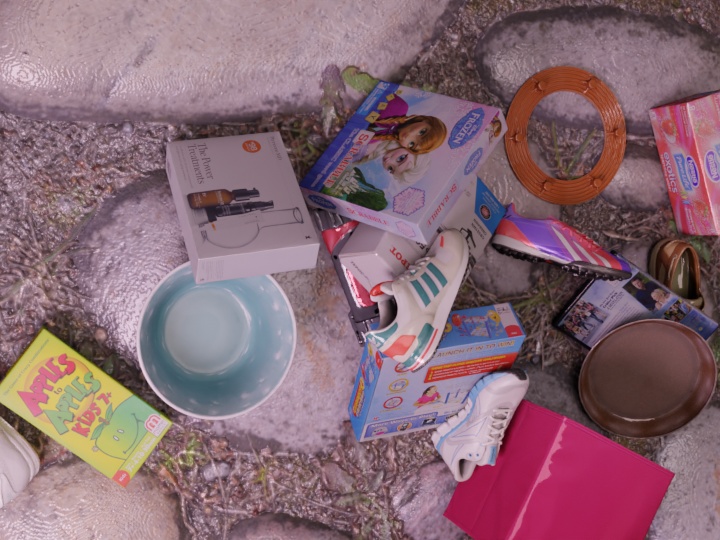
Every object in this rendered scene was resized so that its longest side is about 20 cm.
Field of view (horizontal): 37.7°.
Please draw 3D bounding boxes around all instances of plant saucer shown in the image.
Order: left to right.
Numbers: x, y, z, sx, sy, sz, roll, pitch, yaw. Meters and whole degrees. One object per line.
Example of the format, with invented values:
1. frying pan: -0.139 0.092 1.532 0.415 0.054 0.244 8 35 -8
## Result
1. plant saucer: 0.416 0.154 1.542 0.199 0.032 0.201 0 113 1

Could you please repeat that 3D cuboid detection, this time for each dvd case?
1. dvd case: 0.399 0.078 1.536 0.199 0.018 0.143 33 111 -12

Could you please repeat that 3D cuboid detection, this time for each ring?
1. ring: 0.302 -0.196 1.534 0.199 0.019 0.202 -1 92 -18

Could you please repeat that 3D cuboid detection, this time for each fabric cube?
1. fabric cube: 0.266 0.308 1.449 0.195 0.200 0.200 27 86 -18

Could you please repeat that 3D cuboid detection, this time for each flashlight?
1. flashlight: 0.000 0.000 1.418 0.068 0.068 0.201 -25 98 -19

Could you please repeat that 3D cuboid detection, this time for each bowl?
1. bowl: -0.189 0.081 1.338 0.200 0.105 0.202 -1 92 -19

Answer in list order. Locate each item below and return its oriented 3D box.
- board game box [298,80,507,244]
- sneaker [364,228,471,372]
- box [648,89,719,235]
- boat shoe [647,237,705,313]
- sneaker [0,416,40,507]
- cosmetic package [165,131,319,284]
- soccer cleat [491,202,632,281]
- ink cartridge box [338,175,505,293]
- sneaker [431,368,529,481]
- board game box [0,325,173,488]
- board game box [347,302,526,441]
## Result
1. board game box: 0.053 -0.145 1.350 0.200 0.199 0.041 -55 142 -21
2. sneaker: 0.066 0.019 1.284 0.093 0.070 0.201 28 63 -13
3. box: 0.514 -0.159 1.562 0.094 0.103 0.201 -18 99 -17
4. boat shoe: 0.472 0.052 1.571 0.075 0.074 0.201 -8 95 -17
5. sneaker: -0.470 0.194 1.249 0.075 0.089 0.200 -33 106 31
6. cosmetic package: -0.150 -0.083 1.312 0.150 0.052 0.201 -7 52 -20
7. soccer cleat: 0.286 -0.037 1.478 0.199 0.068 0.074 16 84 13
8. ink cartridge box: 0.084 -0.048 1.397 0.146 0.084 0.201 45 62 -27
9. sneaker: 0.172 0.210 1.408 0.075 0.200 0.087 4 46 -29
10. board game box: -0.346 0.171 1.319 0.200 0.048 0.102 39 81 -16
11. board game box: 0.096 0.136 1.394 0.199 0.196 0.056 -7 52 -18
